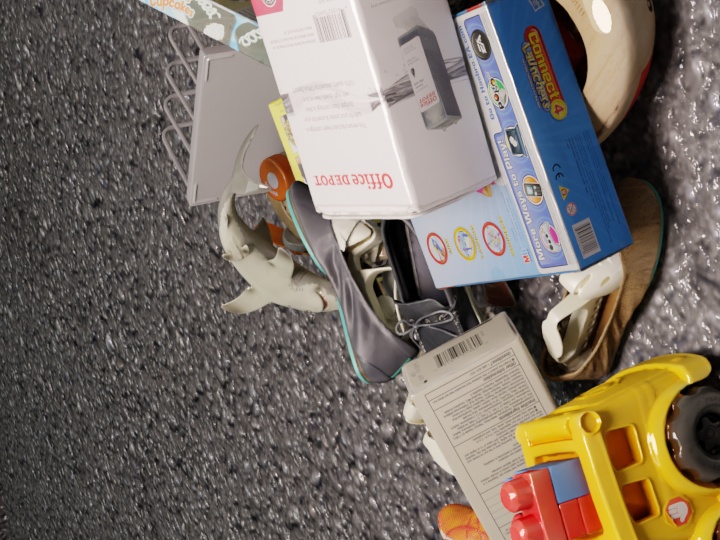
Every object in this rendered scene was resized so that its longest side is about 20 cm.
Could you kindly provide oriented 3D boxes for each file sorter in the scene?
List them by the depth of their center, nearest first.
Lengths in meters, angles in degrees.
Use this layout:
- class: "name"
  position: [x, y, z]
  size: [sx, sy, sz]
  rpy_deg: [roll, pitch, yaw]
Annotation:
- class: "file sorter"
  position: [-0.130, -0.193, 1.674]
  size: [0.125, 0.138, 0.201]
  rpy_deg: [58, 150, 36]

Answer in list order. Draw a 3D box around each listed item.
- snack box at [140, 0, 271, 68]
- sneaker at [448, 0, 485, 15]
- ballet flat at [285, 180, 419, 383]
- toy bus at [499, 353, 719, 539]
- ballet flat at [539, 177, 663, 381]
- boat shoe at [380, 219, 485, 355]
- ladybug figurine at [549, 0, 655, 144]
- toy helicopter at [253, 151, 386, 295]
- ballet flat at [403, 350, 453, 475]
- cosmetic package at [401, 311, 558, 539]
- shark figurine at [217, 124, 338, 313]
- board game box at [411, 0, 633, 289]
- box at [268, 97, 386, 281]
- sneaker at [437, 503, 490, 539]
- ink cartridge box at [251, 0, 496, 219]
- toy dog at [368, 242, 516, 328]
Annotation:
- class: "snack box"
  position: [-0.123, -0.258, 1.552]
  size: [0.199, 0.116, 0.037]
  rpy_deg: [29, 118, 21]
- class: "sneaker"
  position: [0.095, -0.229, 1.178]
  size: [0.199, 0.089, 0.077]
  rpy_deg: [-27, 106, 32]
- class: "ballet flat"
  position: [0.000, 0.000, 1.399]
  size: [0.201, 0.072, 0.073]
  rpy_deg: [68, 154, 14]
- class: "toy bus"
  position: [0.192, 0.182, 1.163]
  size: [0.136, 0.191, 0.202]
  rpy_deg: [-23, 85, 63]
- class: "ballet flat"
  position: [0.179, 0.017, 1.231]
  size: [0.068, 0.072, 0.201]
  rpy_deg: [50, 145, 31]
- class: "boat shoe"
  position: [0.062, 0.031, 1.337]
  size: [0.074, 0.062, 0.202]
  rpy_deg: [-5, 102, 47]
- class: "ladybug figurine"
  position: [0.156, -0.159, 1.170]
  size: [0.136, 0.072, 0.200]
  rpy_deg: [59, 151, 13]
- class: "toy helicopter"
  position: [-0.041, -0.033, 1.659]
  size: [0.201, 0.079, 0.132]
  rpy_deg: [56, 144, 10]
- class: "ballet flat"
  position: [0.086, 0.142, 1.488]
  size: [0.200, 0.075, 0.068]
  rpy_deg: [52, 147, 40]
- class: "cosmetic package"
  position: [0.125, 0.148, 1.299]
  size: [0.201, 0.105, 0.071]
  rpy_deg: [62, -177, -17]
- class: "shark figurine"
  position: [-0.106, -0.040, 1.617]
  size: [0.090, 0.127, 0.215]
  rpy_deg: [-78, -33, -47]
- class: "board game box"
  position: [0.094, -0.093, 1.191]
  size: [0.195, 0.056, 0.202]
  rpy_deg: [-8, 104, 61]
- class: "box"
  position: [-0.023, -0.081, 1.566]
  size: [0.050, 0.075, 0.202]
  rpy_deg: [-22, 85, 28]
- class: "sneaker"
  position: [0.141, 0.243, 1.464]
  size: [0.199, 0.072, 0.078]
  rpy_deg: [14, 95, 57]
- class: "ink cartridge box"
  position: [0.005, -0.144, 1.158]
  size: [0.145, 0.084, 0.202]
  rpy_deg: [4, 113, 59]
- class: "toy dog"
  position: [0.091, -0.001, 1.413]
  size: [0.199, 0.096, 0.133]
  rpy_deg: [15, 115, 45]
